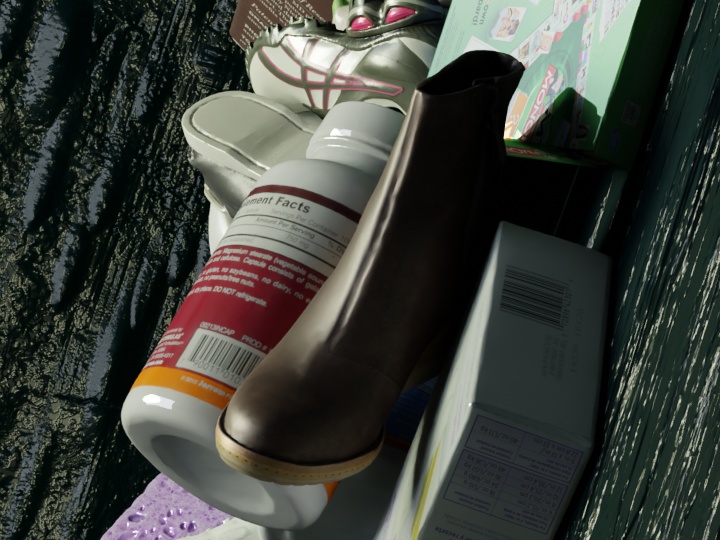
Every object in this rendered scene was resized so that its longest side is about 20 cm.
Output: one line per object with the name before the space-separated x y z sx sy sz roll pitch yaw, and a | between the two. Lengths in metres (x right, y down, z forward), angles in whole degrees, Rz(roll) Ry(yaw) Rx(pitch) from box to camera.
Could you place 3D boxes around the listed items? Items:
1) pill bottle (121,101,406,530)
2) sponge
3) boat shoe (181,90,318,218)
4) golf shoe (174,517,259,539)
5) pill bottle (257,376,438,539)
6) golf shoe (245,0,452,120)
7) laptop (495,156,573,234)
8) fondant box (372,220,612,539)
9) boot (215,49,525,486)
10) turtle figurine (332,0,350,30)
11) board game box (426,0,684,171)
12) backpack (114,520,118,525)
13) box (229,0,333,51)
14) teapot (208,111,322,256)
pill bottle | -0.026 0.020 1.319 0.200 0.113 0.113 -59 -2 -22
sponge | -0.100 0.160 1.652 0.200 0.111 0.030 -49 -53 -35
boat shoe | -0.030 -0.040 1.512 0.074 0.200 0.061 -36 -47 -28
golf shoe | -0.055 0.168 1.534 0.092 0.199 0.075 -78 -26 -45
pill bottle | 0.011 0.083 1.442 0.200 0.112 0.113 -77 6 -57
golf shoe | -0.008 -0.107 1.544 0.200 0.077 0.089 -12 76 58
laptop | 0.063 -0.071 1.422 0.200 0.103 0.178 45 120 53
fondant box | 0.050 0.101 1.173 0.145 0.058 0.201 -76 4 -56
boot | 0.006 -0.006 1.184 0.200 0.072 0.167 -34 -39 -56
turtle figurine | 0.066 -0.191 1.607 0.144 0.201 0.194 -29 5 -28
board game box | 0.105 -0.151 1.267 0.134 0.029 0.201 12 81 50
backpack | -0.097 0.253 1.708 0.178 0.150 0.200 63 -160 -19
box | 0.025 -0.208 1.926 0.166 0.164 0.200 -45 -6 -19
teapot | 0.000 0.000 1.630 0.146 0.199 0.198 83 179 -48
